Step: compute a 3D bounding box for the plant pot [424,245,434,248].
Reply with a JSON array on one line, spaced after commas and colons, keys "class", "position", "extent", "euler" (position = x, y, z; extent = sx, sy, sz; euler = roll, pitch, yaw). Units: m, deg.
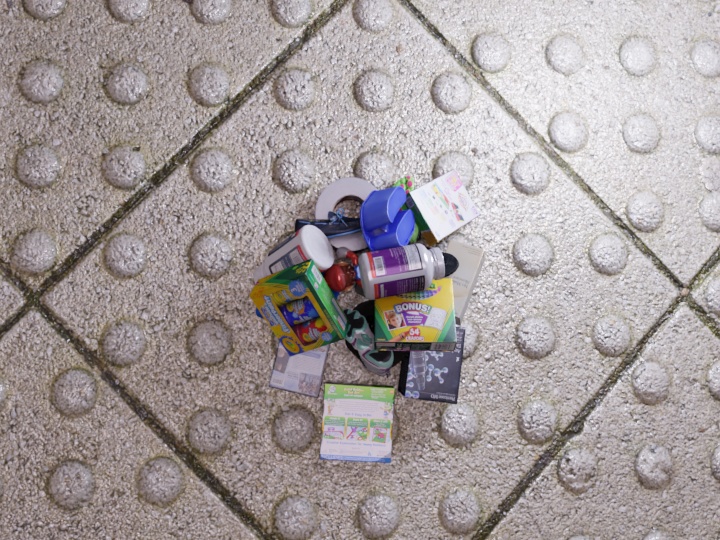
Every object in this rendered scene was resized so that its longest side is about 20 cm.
[{"class": "plant pot", "position": [0.176, 0.034, 1.449], "extent": [0.195, 0.027, 0.205], "euler": [0, 85, -5]}]

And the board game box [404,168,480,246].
[{"class": "board game box", "position": [0.225, -0.175, 1.416], "extent": [0.198, 0.040, 0.155], "euler": [-29, 88, -35]}]

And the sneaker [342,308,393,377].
[{"class": "sneaker", "position": [0.009, 0.201, 1.340], "extent": [0.077, 0.141, 0.200], "euler": [-31, 57, -18]}]

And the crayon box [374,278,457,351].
[{"class": "crayon box", "position": [0.132, 0.107, 1.271], "extent": [0.195, 0.059, 0.176], "euler": [0, 59, 2]}]

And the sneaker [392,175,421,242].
[{"class": "sneaker", "position": [0.132, -0.169, 1.443], "extent": [0.075, 0.084, 0.204], "euler": [-10, 70, 23]}]

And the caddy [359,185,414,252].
[{"class": "caddy", "position": [0.061, -0.128, 1.314], "extent": [0.103, 0.201, 0.143], "euler": [-13, 114, 28]}]

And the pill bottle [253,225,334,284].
[{"class": "pill bottle", "position": [-0.174, -0.016, 1.310], "extent": [0.198, 0.119, 0.121], "euler": [-31, 88, 28]}]

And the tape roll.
[{"class": "tape roll", "position": [-0.028, -0.151, 1.428], "extent": [0.196, 0.066, 0.205], "euler": [0, 85, -4]}]

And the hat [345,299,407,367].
[{"class": "hat", "position": [0.055, 0.161, 1.392], "extent": [0.197, 0.081, 0.205], "euler": [7, 112, 19]}]

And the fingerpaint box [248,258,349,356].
[{"class": "fingerpaint box", "position": [-0.146, 0.095, 1.254], "extent": [0.164, 0.074, 0.202], "euler": [-19, 116, 21]}]

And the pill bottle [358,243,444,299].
[{"class": "pill bottle", "position": [0.098, 0.000, 1.241], "extent": [0.196, 0.112, 0.115], "euler": [-10, 86, -5]}]

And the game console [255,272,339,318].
[{"class": "game console", "position": [-0.163, 0.064, 1.415], "extent": [0.169, 0.117, 0.203], "euler": [28, 77, -32]}]

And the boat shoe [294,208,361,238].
[{"class": "boat shoe", "position": [-0.076, -0.123, 1.346], "extent": [0.196, 0.084, 0.070], "euler": [-11, 98, -7]}]

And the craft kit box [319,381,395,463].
[{"class": "craft kit box", "position": [-0.009, 0.411, 1.399], "extent": [0.196, 0.049, 0.202], "euler": [5, 88, -4]}]

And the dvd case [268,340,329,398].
[{"class": "dvd case", "position": [-0.161, 0.234, 1.412], "extent": [0.140, 0.018, 0.204], "euler": [13, 84, -4]}]

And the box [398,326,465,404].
[{"class": "box", "position": [0.191, 0.243, 1.394], "extent": [0.145, 0.107, 0.205], "euler": [7, 86, -4]}]

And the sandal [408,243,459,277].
[{"class": "sandal", "position": [0.166, -0.032, 1.373], "extent": [0.198, 0.048, 0.076], "euler": [16, 72, 33]}]

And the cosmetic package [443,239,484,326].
[{"class": "cosmetic package", "position": [0.253, 0.031, 1.378], "extent": [0.102, 0.073, 0.203], "euler": [17, 71, 19]}]

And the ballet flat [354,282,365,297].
[{"class": "ballet flat", "position": [0.053, -0.017, 1.420], "extent": [0.063, 0.067, 0.202], "euler": [29, 91, 17]}]

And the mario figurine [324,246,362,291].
[{"class": "mario figurine", "position": [0.000, 0.000, 1.369], "extent": [0.196, 0.107, 0.125], "euler": [-13, 52, 1]}]
